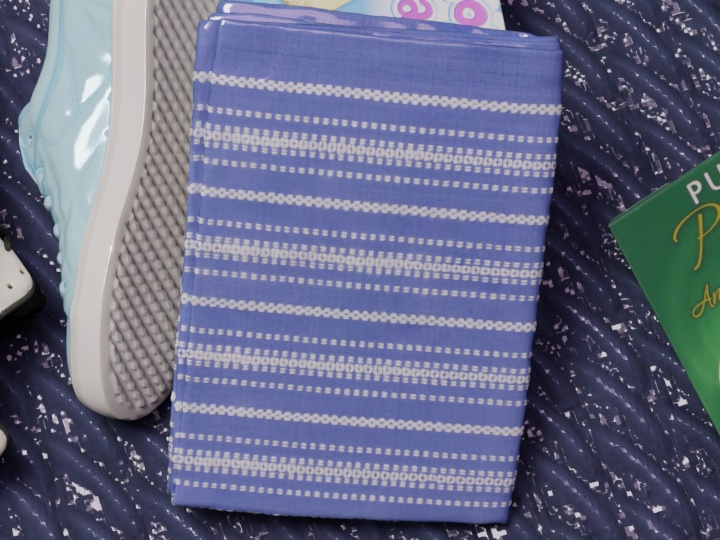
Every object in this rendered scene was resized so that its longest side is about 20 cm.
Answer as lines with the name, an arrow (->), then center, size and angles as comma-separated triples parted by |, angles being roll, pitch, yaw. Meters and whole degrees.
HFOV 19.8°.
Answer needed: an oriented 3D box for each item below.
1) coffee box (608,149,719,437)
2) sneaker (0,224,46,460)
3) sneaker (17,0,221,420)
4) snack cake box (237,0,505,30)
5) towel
coffee box -> 0.196, 0.035, 0.812 | 0.123, 0.044, 0.201 | -36, 71, 27
sneaker -> -0.172, -0.009, 0.847 | 0.087, 0.076, 0.202 | 8, 74, -15
sneaker -> -0.105, -0.038, 0.860 | 0.082, 0.074, 0.202 | -2, 76, 36
snack cake box -> 0.002, -0.103, 0.873 | 0.114, 0.067, 0.201 | -8, 72, -3
towel -> 0.000, 0.000, 0.808 | 0.144, 0.024, 0.202 | 4, 104, -8
